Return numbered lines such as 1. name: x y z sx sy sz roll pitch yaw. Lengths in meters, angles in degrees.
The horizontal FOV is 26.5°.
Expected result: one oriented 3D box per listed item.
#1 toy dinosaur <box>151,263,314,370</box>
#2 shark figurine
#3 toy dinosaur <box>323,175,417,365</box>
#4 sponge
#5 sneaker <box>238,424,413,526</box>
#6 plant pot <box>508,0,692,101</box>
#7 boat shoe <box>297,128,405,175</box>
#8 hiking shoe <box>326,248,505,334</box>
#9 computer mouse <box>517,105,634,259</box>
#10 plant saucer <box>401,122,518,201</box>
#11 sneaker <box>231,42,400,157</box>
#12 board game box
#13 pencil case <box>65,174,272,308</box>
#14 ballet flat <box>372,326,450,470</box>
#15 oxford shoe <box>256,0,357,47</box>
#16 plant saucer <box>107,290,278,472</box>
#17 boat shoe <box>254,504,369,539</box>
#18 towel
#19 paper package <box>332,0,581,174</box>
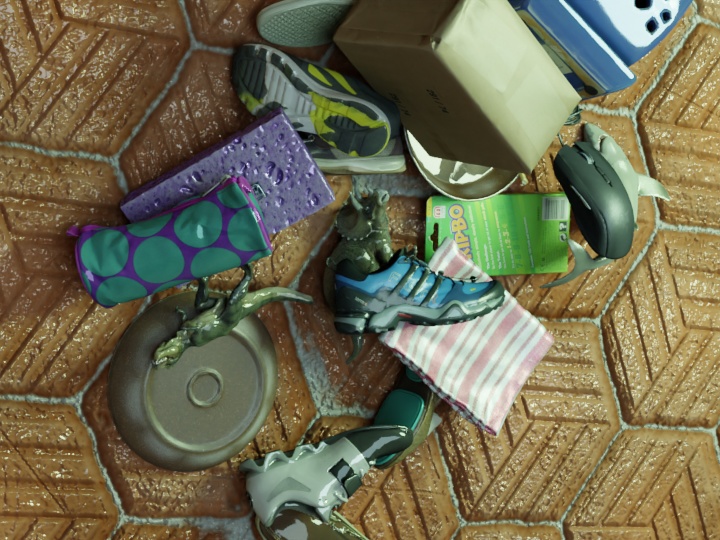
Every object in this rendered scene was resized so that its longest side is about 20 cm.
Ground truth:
1. toy dinosaur: -0.144 0.033 1.612 0.198 0.047 0.089 -24 122 -24
2. shark figurine: 0.288 -0.054 1.825 0.127 0.089 0.216 27 58 -17
3. toy dinosaur: 0.000 0.000 1.712 0.101 0.077 0.202 18 101 -12
4. sponge: -0.138 -0.074 1.594 0.198 0.030 0.112 -29 112 8
5. sneaker: -0.029 0.231 1.698 0.198 0.074 0.089 -17 70 -4
6. plant pot: 0.214 -0.290 1.664 0.200 0.199 0.181 41 65 -25
7. boat shoe: -0.040 -0.137 1.661 0.198 0.072 0.066 0 90 -27
8. hiking shoe: 0.065 0.018 1.656 0.197 0.074 0.088 -6 90 -19
9. computer mouse: 0.241 -0.105 1.737 0.139 0.046 0.202 -12 76 -36
10. plant saucer: 0.119 -0.180 1.738 0.198 0.034 0.203 -4 98 -34
11. sneaker: -0.046 -0.180 1.615 0.084 0.199 0.075 -30 147 -61
12. board game box: 0.158 -0.043 1.799 0.198 0.030 0.097 -3 99 -29
13. pencil case: -0.190 -0.031 1.548 0.198 0.085 0.093 -19 107 6
14. ballet flat: 0.072 0.140 1.776 0.072 0.067 0.202 22 85 -46
15. oxford shoe: -0.022 -0.292 1.650 0.198 0.075 0.058 -19 64 -15
16. plant saucer: -0.173 0.124 1.656 0.198 0.037 0.203 -5 102 -27
17. boat shoe: -0.027 0.316 1.742 0.201 0.075 0.075 31 85 -28
18. towel: 0.124 0.076 1.741 0.200 0.030 0.147 42 73 -27
19. paper package: 0.097 -0.209 1.580 0.200 0.190 0.104 45 73 -34
